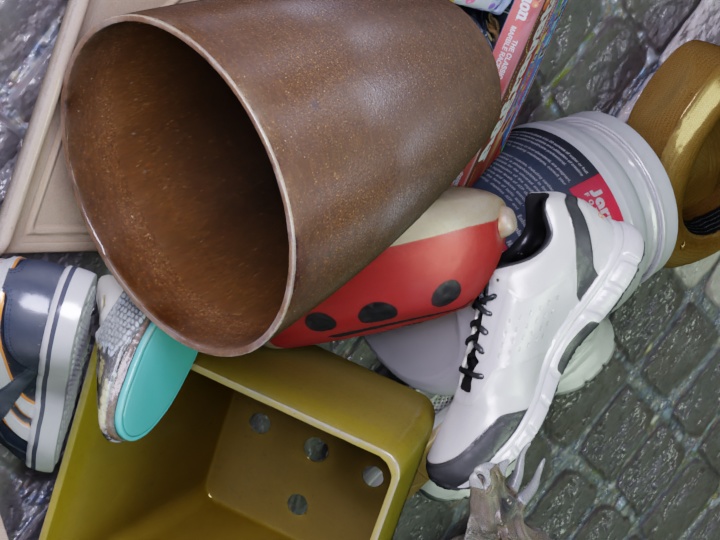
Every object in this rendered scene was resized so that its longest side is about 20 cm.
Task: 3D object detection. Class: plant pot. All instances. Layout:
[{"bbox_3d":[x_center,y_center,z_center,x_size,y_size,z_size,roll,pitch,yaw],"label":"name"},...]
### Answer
[{"bbox_3d":[-0.059,0.136,1.547,0.176,0.200,0.200,-32,143,-63],"label":"plant pot"},{"bbox_3d":[-0.026,-0.077,1.353,0.200,0.187,0.187,-26,135,-37],"label":"plant pot"}]

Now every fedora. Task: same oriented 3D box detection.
[{"bbox_3d":[0.249,-0.100,1.819,0.201,0.082,0.201,-33,144,-28],"label":"fedora"}]

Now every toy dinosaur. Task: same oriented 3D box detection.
[{"bbox_3d":[0.066,0.192,1.525,0.102,0.077,0.200,-22,155,-16],"label":"toy dinosaur"}]

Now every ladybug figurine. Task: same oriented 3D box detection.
[{"bbox_3d":[0.000,0.000,1.502,0.136,0.200,0.072,7,71,-66],"label":"ladybug figurine"}]

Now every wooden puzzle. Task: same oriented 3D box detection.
[{"bbox_3d":[-0.122,-0.097,1.430,0.200,0.037,0.185,-6,122,-53],"label":"wooden puzzle"}]

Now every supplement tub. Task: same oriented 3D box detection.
[{"bbox_3d":[0.099,-0.015,1.657,0.200,0.140,0.140,-27,135,-34],"label":"supplement tub"}]

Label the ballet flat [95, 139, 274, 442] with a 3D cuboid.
[{"bbox_3d":[-0.110,0.006,1.429,0.200,0.072,0.072,-60,147,-19],"label":"ballet flat"}]

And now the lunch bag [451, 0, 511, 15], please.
[{"bbox_3d":[0.045,-0.260,1.418,0.170,0.127,0.200,7,108,-57],"label":"lunch bag"}]

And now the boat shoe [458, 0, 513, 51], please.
[{"bbox_3d":[0.060,-0.138,1.558,0.200,0.091,0.071,-2,119,-49],"label":"boat shoe"}]

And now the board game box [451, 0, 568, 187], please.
[{"bbox_3d":[0.102,-0.143,1.524,0.103,0.019,0.200,-46,161,-60],"label":"board game box"}]

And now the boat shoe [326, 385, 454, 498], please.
[{"bbox_3d":[0.059,0.080,1.737,0.200,0.069,0.071,-40,156,-6],"label":"boat shoe"}]

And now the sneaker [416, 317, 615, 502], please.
[{"bbox_3d":[0.097,0.081,1.808,0.200,0.074,0.087,-50,133,-21],"label":"sneaker"}]

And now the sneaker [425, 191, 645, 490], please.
[{"bbox_3d":[0.089,0.040,1.533,0.080,0.074,0.200,34,82,-24],"label":"sneaker"}]

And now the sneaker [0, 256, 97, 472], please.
[{"bbox_3d":[-0.196,0.047,1.425,0.200,0.079,0.078,107,-3,-59],"label":"sneaker"}]

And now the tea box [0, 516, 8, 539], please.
[{"bbox_3d":[-0.305,0.193,1.281,0.197,0.134,0.200,-34,159,37],"label":"tea box"}]
